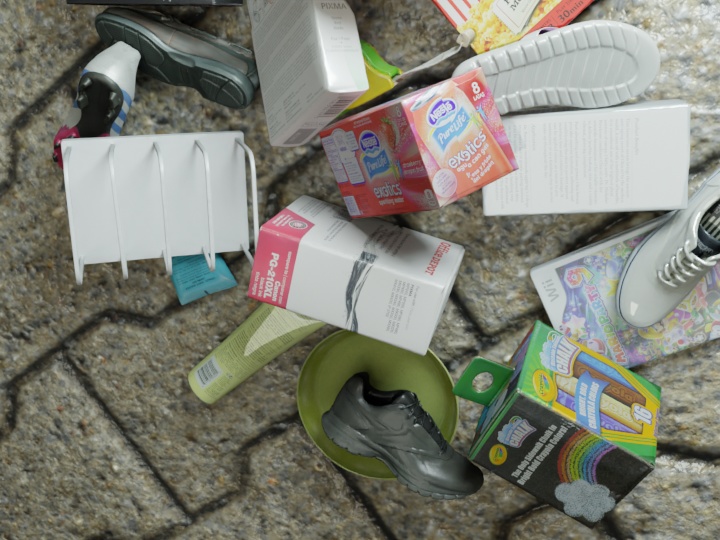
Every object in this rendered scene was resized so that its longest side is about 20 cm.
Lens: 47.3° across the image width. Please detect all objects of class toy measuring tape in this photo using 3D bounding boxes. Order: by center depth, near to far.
[{"bbox_3d":[0.018,-0.219,0.843,0.199,0.074,0.074,-21,101,32],"label":"toy measuring tape"}]

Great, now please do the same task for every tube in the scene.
[{"bbox_3d":[-0.222,-0.058,0.980,0.077,0.050,0.202,-18,106,16],"label":"tube"},{"bbox_3d":[-0.124,0.087,1.000,0.200,0.052,0.058,-40,135,18],"label":"tube"}]

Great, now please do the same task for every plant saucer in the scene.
[{"bbox_3d":[0.022,0.155,0.988,0.198,0.031,0.202,4,109,13],"label":"plant saucer"}]

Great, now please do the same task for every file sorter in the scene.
[{"bbox_3d":[-0.214,-0.068,0.886,0.198,0.125,0.140,-5,109,-15],"label":"file sorter"}]

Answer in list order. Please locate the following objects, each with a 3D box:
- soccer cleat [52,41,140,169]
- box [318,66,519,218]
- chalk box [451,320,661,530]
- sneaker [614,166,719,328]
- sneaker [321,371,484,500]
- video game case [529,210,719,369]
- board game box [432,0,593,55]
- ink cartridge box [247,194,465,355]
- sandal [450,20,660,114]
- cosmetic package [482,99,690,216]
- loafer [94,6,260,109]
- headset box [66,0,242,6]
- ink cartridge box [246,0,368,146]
[{"bbox_3d":[-0.296,-0.179,0.946,0.069,0.087,0.200,32,142,-14],"label":"soccer cleat"},{"bbox_3d":[0.048,-0.119,0.803,0.094,0.200,0.104,-27,101,-21],"label":"box"},{"bbox_3d":[0.199,0.152,0.880,0.199,0.124,0.125,30,128,4],"label":"chalk box"},{"bbox_3d":[0.323,-0.021,0.815,0.073,0.071,0.201,32,112,3],"label":"sneaker"},{"bbox_3d":[0.055,0.188,0.937,0.199,0.076,0.091,27,106,3],"label":"sneaker"},{"bbox_3d":[0.302,0.027,0.883,0.198,0.018,0.144,-23,100,20],"label":"video game case"},{"bbox_3d":[0.133,-0.312,0.807,0.151,0.046,0.200,-41,93,22],"label":"board game box"},{"bbox_3d":[0.000,0.000,0.884,0.198,0.145,0.085,18,112,9],"label":"ink cartridge box"},{"bbox_3d":[0.184,-0.199,0.791,0.200,0.050,0.083,-6,121,2],"label":"sandal"},{"bbox_3d":[0.223,-0.114,0.831,0.198,0.071,0.103,0,106,15],"label":"cosmetic package"},{"bbox_3d":[-0.196,-0.245,0.915,0.199,0.063,0.072,27,151,7],"label":"loafer"},{"bbox_3d":[-0.210,-0.355,0.862,0.198,0.077,0.151,5,107,15],"label":"headset box"},{"bbox_3d":[-0.062,-0.245,0.825,0.050,0.161,0.202,-5,82,-27],"label":"ink cartridge box"}]
